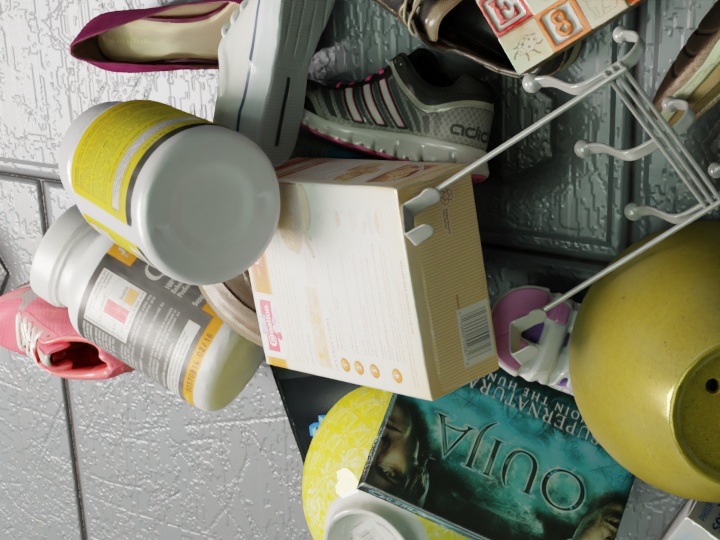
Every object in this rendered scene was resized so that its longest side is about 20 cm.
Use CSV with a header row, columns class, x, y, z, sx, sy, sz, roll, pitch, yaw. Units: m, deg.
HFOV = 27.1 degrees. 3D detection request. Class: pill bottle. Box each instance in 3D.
class,x,y,z,sx,sy,sz,roll,pitch,yaw
pill bottle,-0.151,-0.067,1.126,0.200,0.114,0.115,26,129,56
pill bottle,-0.180,0.027,1.296,0.199,0.116,0.117,30,122,14

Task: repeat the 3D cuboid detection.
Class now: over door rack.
class,x,y,z,sx,sy,sz,roll,pitch,yaw
over door rack,0.139,-0.054,1.016,0.200,0.067,0.148,-39,120,10

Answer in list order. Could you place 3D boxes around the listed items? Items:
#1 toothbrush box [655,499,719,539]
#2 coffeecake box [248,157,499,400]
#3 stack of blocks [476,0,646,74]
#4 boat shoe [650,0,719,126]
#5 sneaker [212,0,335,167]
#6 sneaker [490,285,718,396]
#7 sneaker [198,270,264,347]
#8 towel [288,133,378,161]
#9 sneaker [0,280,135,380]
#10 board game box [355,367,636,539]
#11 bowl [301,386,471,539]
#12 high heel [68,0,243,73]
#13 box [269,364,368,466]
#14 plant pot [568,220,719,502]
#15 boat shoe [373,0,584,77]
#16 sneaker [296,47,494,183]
class,x,y,z,sx,sy,sz,roll,pitch,yaw
toothbrush box,0.307,0.276,1.156,0.200,0.085,0.147,38,124,11
coffeecake box,0.000,0.000,1.112,0.199,0.073,0.155,8,113,50
stack of blocks,0.164,-0.231,0.988,0.199,0.059,0.116,-30,91,16
boat shoe,0.276,-0.160,0.995,0.076,0.072,0.200,33,126,-7
sneaker,-0.073,-0.181,1.132,0.070,0.073,0.202,19,96,33
sneaker,0.184,0.070,1.144,0.199,0.088,0.081,24,85,-4
sneaker,-0.104,-0.029,1.220,0.201,0.070,0.076,54,140,15
towel,-0.041,-0.040,1.221,0.199,0.022,0.148,23,122,38
sneaker,-0.282,0.059,1.384,0.199,0.087,0.074,6,113,27
board game box,0.112,0.145,1.150,0.199,0.136,0.028,24,160,-3
bowl,0.028,0.200,1.207,0.199,0.108,0.202,11,117,23
high heel,-0.132,-0.182,1.189,0.199,0.096,0.068,-1,110,29
box,0.030,0.111,1.260,0.199,0.046,0.160,-9,107,31
plant pot,0.248,0.077,1.020,0.198,0.142,0.202,1,101,3
boat shoe,0.066,-0.200,1.086,0.199,0.073,0.075,25,121,17
sneaker,0.025,-0.129,1.143,0.199,0.074,0.088,20,92,38
